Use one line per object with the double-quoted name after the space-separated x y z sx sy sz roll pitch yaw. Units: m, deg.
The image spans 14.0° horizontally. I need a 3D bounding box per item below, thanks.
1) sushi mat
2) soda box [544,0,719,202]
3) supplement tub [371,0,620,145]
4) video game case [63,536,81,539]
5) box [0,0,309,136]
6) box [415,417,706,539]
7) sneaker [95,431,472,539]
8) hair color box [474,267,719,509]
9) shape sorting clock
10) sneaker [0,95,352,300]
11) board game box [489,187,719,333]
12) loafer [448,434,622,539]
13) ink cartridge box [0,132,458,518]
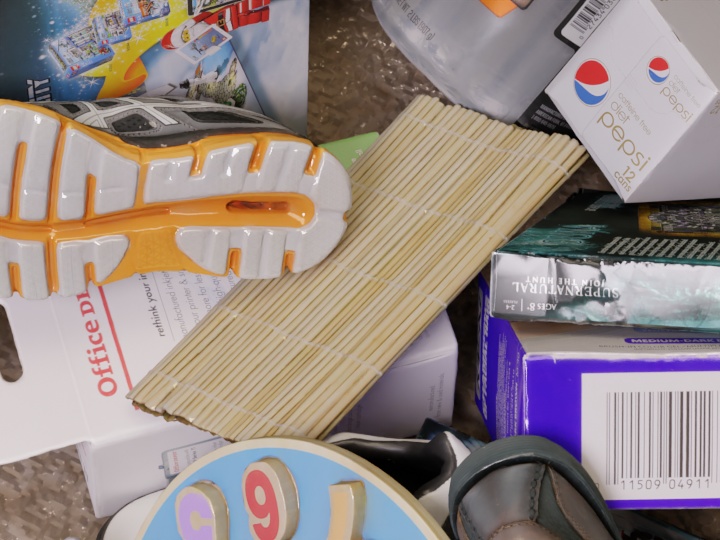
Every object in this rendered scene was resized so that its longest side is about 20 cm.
0.000 0.000 1.179 0.095 0.012 0.200 16 52 41 "sushi mat"
0.173 -0.076 1.242 0.199 0.068 0.064 -5 53 -48 "soda box"
0.106 -0.158 1.260 0.123 0.122 0.200 48 111 22 "supplement tub"
-0.134 0.231 1.104 0.181 0.023 0.201 -34 66 2 "video game case"
-0.090 -0.087 1.217 0.136 0.200 0.038 -17 60 -13 "box"
0.087 0.160 1.176 0.199 0.040 0.137 23 63 10 "box"
-0.024 0.095 1.151 0.199 0.080 0.074 -8 49 29 "sneaker"
0.107 0.042 1.158 0.108 0.200 0.065 0 97 -3 "hair color box"
-0.023 0.162 1.093 0.039 0.200 0.200 -16 56 -48 "shape sorting clock"
-0.107 -0.036 1.173 0.199 0.079 0.077 5 21 -19 "sneaker"
0.135 -0.005 1.160 0.134 0.200 0.028 3 99 14 "board game box"
0.094 0.151 1.061 0.072 0.200 0.063 -31 24 13 "loafer"
-0.070 0.027 1.229 0.199 0.067 0.118 -13 59 -11 "ink cartridge box"
